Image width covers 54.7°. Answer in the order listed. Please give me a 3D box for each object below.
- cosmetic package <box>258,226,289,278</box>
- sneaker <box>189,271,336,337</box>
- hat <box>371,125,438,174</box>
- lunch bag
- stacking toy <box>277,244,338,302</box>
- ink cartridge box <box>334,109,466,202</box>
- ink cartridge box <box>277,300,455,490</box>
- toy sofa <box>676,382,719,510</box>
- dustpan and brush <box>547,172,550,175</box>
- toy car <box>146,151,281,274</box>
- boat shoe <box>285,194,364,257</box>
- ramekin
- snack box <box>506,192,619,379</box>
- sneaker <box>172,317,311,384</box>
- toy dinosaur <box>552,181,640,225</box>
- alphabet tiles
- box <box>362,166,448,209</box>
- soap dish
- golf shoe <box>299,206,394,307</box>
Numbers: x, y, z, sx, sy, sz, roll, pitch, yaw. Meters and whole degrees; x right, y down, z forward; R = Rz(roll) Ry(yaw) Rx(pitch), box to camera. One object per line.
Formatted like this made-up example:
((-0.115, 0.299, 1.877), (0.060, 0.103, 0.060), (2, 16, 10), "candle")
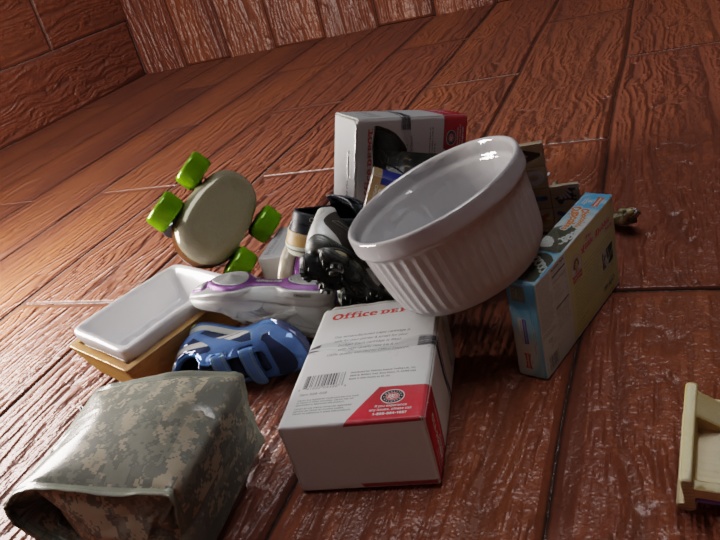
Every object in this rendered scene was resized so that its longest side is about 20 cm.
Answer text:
((-0.038, -0.023, 1.024), (0.197, 0.072, 0.102), (-7, 29, 18), "cosmetic package")
((-0.126, 0.055, 0.883), (0.196, 0.101, 0.075), (3, 20, 15), "sneaker")
((0.079, -0.116, 0.953), (0.080, 0.203, 0.201), (-15, 26, 23), "hat")
((-0.220, 0.190, 0.683), (0.196, 0.119, 0.165), (-1, 31, 17), "lunch bag")
((-0.006, 0.013, 0.924), (0.196, 0.087, 0.086), (9, 33, 11), "stacking toy")
((0.060, -0.174, 1.097), (0.197, 0.147, 0.084), (-8, 21, -27), "ink cartridge box")
((0.017, 0.119, 0.718), (0.142, 0.085, 0.201), (-8, 29, 17), "ink cartridge box")
((0.341, 0.148, 0.510), (0.197, 0.098, 0.084), (1, 56, 30), "toy sofa")
((0.195, -0.130, 0.987), (0.137, 0.058, 0.201), (15, 38, 13), "dustpan and brush")
((-0.247, -0.059, 1.091), (0.199, 0.163, 0.159), (-29, 30, 57), "toy car")
((-0.018, -0.070, 0.929), (0.074, 0.063, 0.198), (21, 28, 39), "boat shoe")
((0.095, -0.043, 0.728), (0.198, 0.106, 0.201), (-29, 20, 12), "ramekin")
((0.228, 0.011, 0.766), (0.037, 0.118, 0.199), (10, 37, 40), "snack box")
((-0.146, 0.110, 0.844), (0.197, 0.075, 0.083), (-8, 30, 31), "sneaker")
((0.304, -0.089, 0.989), (0.087, 0.048, 0.200), (-9, 24, -20), "toy dinosaur")
((0.187, -0.072, 0.859), (0.164, 0.201, 0.008), (-6, 46, 19), "alphabet tiles")
((0.095, -0.042, 0.852), (0.197, 0.123, 0.033), (13, 24, -4), "box")
((-0.276, 0.077, 0.961), (0.156, 0.082, 0.200), (10, 37, 41), "soap dish")
((0.000, 0.000, 0.821), (0.077, 0.200, 0.096), (-11, 57, 20), "golf shoe")
